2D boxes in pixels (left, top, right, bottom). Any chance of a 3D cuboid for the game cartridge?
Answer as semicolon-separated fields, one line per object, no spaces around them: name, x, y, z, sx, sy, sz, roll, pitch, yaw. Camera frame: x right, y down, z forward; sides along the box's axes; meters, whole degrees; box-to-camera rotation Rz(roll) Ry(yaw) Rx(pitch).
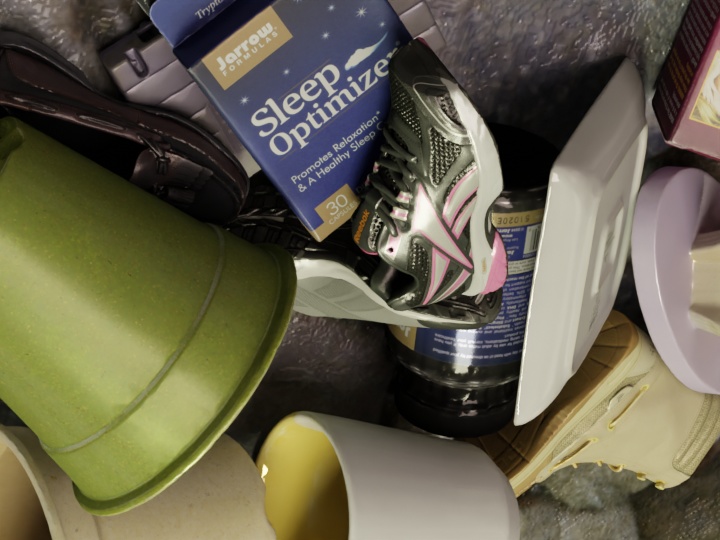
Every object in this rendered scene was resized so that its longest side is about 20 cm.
game cartridge;-0.053;-0.140;1.580;0.200;0.038;0.130;-33;132;-4

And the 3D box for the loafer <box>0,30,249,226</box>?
loafer;-0.158;-0.073;1.526;0.200;0.063;0.072;30;125;-23

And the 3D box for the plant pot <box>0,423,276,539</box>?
plant pot;-0.165;0.182;1.640;0.183;0.200;0.201;-8;123;-35

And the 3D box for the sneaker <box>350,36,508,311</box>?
sneaker;0.035;-0.044;1.486;0.086;0.080;0.200;-25;134;-13

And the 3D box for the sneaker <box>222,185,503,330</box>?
sneaker;0.000;0.000;1.620;0.079;0.200;0.074;76;33;-55

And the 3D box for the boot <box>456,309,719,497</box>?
boot;0.166;0.132;1.830;0.200;0.073;0.155;-46;133;12

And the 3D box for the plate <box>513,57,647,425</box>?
plate;0.155;-0.019;1.671;0.032;0.200;0.200;14;120;13

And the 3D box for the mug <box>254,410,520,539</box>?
mug;0.017;0.159;1.683;0.153;0.187;0.149;3;133;-29

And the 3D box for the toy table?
toy table;0.283;0.010;1.751;0.200;0.117;0.184;45;58;-45

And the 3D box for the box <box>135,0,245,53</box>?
box;-0.120;-0.252;1.428;0.132;0.115;0.200;-37;130;-2

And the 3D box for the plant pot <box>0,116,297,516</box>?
plant pot;-0.172;0.011;1.469;0.190;0.200;0.200;40;97;-24

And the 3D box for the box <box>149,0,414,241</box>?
box;-0.029;-0.119;1.470;0.121;0.032;0.200;-38;131;-1

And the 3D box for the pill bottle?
pill bottle;0.075;0.009;1.683;0.112;0.112;0.200;-7;121;-23

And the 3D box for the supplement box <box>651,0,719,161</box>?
supplement box;0.295;-0.168;1.660;0.131;0.103;0.200;19;110;-8
